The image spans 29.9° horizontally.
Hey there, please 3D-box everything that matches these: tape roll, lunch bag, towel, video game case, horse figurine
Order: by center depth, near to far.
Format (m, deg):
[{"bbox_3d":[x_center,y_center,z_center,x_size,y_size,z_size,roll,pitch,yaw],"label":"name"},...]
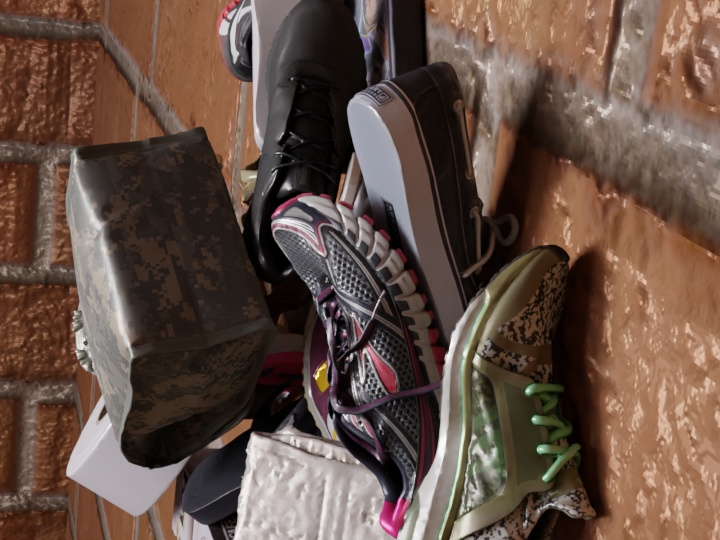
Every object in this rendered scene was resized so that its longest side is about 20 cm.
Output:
[{"bbox_3d":[-0.024,0.201,0.801,0.131,0.034,0.203,9,86,28],"label":"towel"},{"bbox_3d":[-0.142,0.028,0.957,0.201,0.116,0.166,115,139,-56],"label":"lunch bag"},{"bbox_3d":[0.003,-0.193,0.995,0.181,0.025,0.203,147,123,-69],"label":"video game case"},{"bbox_3d":[-0.105,-0.018,1.083,0.133,0.049,0.201,89,158,-52],"label":"horse figurine"},{"bbox_3d":[-0.167,0.102,1.140,0.203,0.070,0.203,-53,12,16],"label":"tape roll"}]

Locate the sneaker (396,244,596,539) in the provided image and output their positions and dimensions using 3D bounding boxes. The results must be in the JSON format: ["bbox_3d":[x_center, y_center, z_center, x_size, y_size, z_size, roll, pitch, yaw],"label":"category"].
[{"bbox_3d":[0.085,0.089,0.669,0.088,0.076,0.203,19,99,33],"label":"sneaker"}]

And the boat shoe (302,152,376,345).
[{"bbox_3d":[0.000,0.000,0.941,0.201,0.056,0.068,108,177,-51],"label":"boat shoe"}]

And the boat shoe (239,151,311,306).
[{"bbox_3d":[-0.066,-0.072,1.118,0.076,0.073,0.203,-147,61,-70],"label":"boat shoe"}]

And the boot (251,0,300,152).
[{"bbox_3d":[-0.050,-0.169,1.012,0.090,0.072,0.203,109,169,-79],"label":"boot"}]

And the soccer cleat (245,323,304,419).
[{"bbox_3d":[-0.085,0.074,1.173,0.200,0.069,0.088,131,139,-64],"label":"soccer cleat"}]

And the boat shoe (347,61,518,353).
[{"bbox_3d":[0.048,-0.020,0.760,0.073,0.067,0.202,32,143,57],"label":"boat shoe"}]

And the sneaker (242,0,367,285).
[{"bbox_3d":[-0.034,-0.084,0.906,0.091,0.075,0.203,-120,37,-80],"label":"sneaker"}]

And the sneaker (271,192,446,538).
[{"bbox_3d":[0.006,0.049,0.740,0.202,0.074,0.081,60,161,6],"label":"sneaker"}]

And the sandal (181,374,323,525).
[{"bbox_3d":[-0.061,0.119,0.968,0.199,0.043,0.077,-37,27,21],"label":"sandal"}]

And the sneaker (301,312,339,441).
[{"bbox_3d":[0.015,0.108,0.865,0.090,0.074,0.203,-32,63,59],"label":"sneaker"}]

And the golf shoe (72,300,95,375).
[{"bbox_3d":[-0.177,0.009,1.138,0.098,0.077,0.202,72,-149,-59],"label":"golf shoe"}]

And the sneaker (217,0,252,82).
[{"bbox_3d":[-0.085,-0.207,1.200,0.200,0.070,0.099,134,137,-63],"label":"sneaker"}]

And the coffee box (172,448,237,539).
[{"bbox_3d":[-0.077,0.217,1.060,0.200,0.111,0.081,-132,46,-66],"label":"coffee box"}]
